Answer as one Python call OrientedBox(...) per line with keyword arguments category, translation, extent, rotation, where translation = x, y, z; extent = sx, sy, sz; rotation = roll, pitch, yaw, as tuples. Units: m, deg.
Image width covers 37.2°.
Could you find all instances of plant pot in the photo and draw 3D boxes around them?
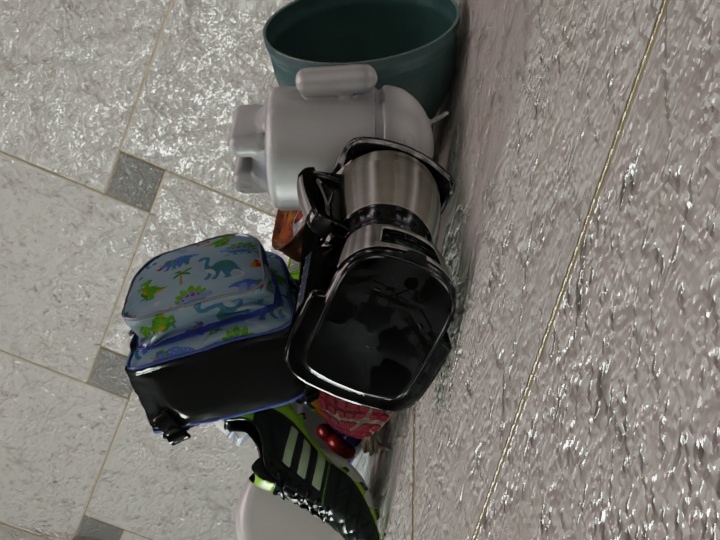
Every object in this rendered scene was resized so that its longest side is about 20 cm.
OrientedBox(category="plant pot", translation=(0.007, -0.196, 1.105), extent=(0.201, 0.198, 0.135), rotation=(-85, -10, -54))

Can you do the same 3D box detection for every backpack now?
OrientedBox(category="backpack", translation=(-0.142, 0.049, 1.070), extent=(0.200, 0.181, 0.148), rotation=(-108, 2, -68))

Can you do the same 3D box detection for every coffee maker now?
OrientedBox(category="coffee maker", translation=(0.011, 0.019, 0.876), extent=(0.201, 0.133, 0.194), rotation=(-85, -3, -58))

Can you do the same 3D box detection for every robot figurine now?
OrientedBox(category="robot figurine", translation=(-0.019, -0.113, 0.981), extent=(0.114, 0.198, 0.171), rotation=(-89, -1, -45))

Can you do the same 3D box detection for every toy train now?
OrientedBox(category="toy train", translation=(-0.035, 0.141, 1.159), extent=(0.085, 0.115, 0.200), rotation=(-57, 11, -5))

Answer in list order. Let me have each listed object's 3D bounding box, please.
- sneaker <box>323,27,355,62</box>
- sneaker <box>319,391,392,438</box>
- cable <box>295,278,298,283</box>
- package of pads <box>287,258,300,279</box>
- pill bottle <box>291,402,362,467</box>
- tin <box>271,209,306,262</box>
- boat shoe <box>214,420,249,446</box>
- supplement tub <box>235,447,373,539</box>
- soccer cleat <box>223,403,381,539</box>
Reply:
OrientedBox(category="sneaker", translation=(-0.012, -0.266, 1.276), extent=(0.106, 0.075, 0.200), rotation=(-60, 3, -3))
OrientedBox(category="sneaker", translation=(0.019, 0.067, 1.040), extent=(0.075, 0.080, 0.202), rotation=(-21, -51, -74))
OrientedBox(category="cable", translation=(-0.079, 0.121, 1.419), extent=(0.164, 0.051, 0.201), rotation=(-54, -51, -25))
OrientedBox(category="package of pads", translation=(-0.045, 0.053, 1.545), extent=(0.155, 0.068, 0.202), rotation=(-89, -17, -66))
OrientedBox(category="pill bottle", translation=(-0.049, 0.213, 1.358), extent=(0.200, 0.111, 0.113), rotation=(108, 172, -63))
OrientedBox(category="tin", translation=(-0.047, -0.089, 1.170), extent=(0.112, 0.042, 0.201), rotation=(-49, 21, 33))
OrientedBox(category="boat shoe", translation=(-0.111, 0.114, 1.296), extent=(0.202, 0.086, 0.075), rotation=(-47, -8, -24))
OrientedBox(category="supplement tub", translation=(-0.064, 0.272, 1.173), extent=(0.200, 0.143, 0.146), rotation=(115, 165, -76))
OrientedBox(category="soccer cleat", translation=(-0.058, 0.204, 1.045), extent=(0.200, 0.081, 0.068), rotation=(48, 148, 22))
